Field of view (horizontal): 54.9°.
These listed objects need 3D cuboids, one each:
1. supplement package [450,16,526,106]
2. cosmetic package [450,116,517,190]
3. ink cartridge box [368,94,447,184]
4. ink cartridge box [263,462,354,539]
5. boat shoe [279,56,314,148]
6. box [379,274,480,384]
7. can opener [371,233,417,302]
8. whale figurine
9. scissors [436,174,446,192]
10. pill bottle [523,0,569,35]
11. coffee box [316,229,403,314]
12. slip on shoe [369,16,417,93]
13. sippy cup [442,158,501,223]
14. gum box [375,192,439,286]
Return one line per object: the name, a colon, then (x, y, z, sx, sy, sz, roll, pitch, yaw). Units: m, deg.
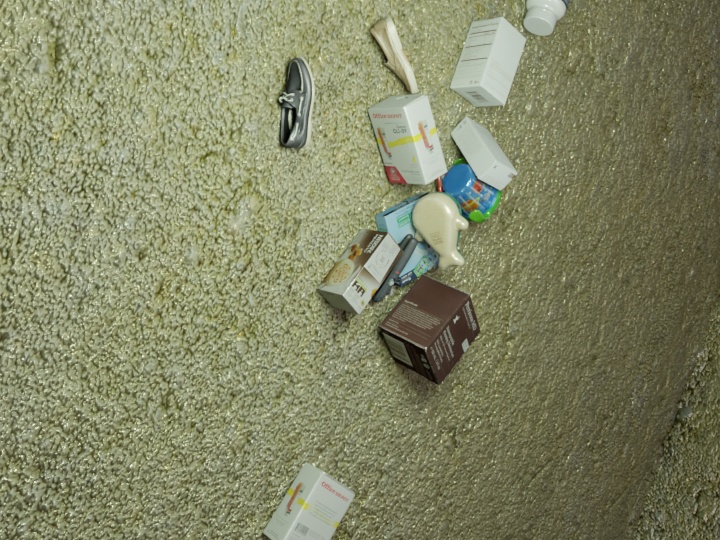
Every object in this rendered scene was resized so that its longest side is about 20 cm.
supplement package: (0.349, -0.566, 1.891, 0.117, 0.117, 0.201, 24, 83, -39)
cosmetic package: (0.331, -0.316, 1.870, 0.101, 0.201, 0.074, 20, 127, -38)
ink cartridge box: (0.116, -0.323, 1.715, 0.083, 0.145, 0.201, -32, 117, -29)
ink cartridge box: (-0.125, 0.607, 1.732, 0.145, 0.083, 0.201, 45, 70, -36)
boat shoe: (-0.148, -0.373, 1.545, 0.062, 0.072, 0.201, -12, 110, -41)
box: (0.186, 0.155, 1.836, 0.200, 0.164, 0.166, -47, 138, -22)
can opener: (0.082, -0.004, 1.768, 0.078, 0.063, 0.200, 25, 110, -43)
whale figurine: (0.216, -0.106, 1.791, 0.104, 0.158, 0.201, -29, 100, -53)
scissors: (0.219, -0.180, 1.884, 0.073, 0.014, 0.201, 31, 62, -56)
pill bottle: (0.550, -0.797, 2.015, 0.119, 0.119, 0.201, 29, 79, -39)
coffee box: (0.000, 0.000, 1.707, 0.200, 0.114, 0.080, -53, 125, -19)
slip on shoe: (0.086, -0.526, 1.722, 0.060, 0.076, 0.201, -22, 129, 8)
sippy cup: (0.294, -0.222, 1.888, 0.130, 0.178, 0.140, 30, 94, -44)
gum box: (0.134, -0.084, 1.848, 0.169, 0.044, 0.201, -30, 115, -33)
